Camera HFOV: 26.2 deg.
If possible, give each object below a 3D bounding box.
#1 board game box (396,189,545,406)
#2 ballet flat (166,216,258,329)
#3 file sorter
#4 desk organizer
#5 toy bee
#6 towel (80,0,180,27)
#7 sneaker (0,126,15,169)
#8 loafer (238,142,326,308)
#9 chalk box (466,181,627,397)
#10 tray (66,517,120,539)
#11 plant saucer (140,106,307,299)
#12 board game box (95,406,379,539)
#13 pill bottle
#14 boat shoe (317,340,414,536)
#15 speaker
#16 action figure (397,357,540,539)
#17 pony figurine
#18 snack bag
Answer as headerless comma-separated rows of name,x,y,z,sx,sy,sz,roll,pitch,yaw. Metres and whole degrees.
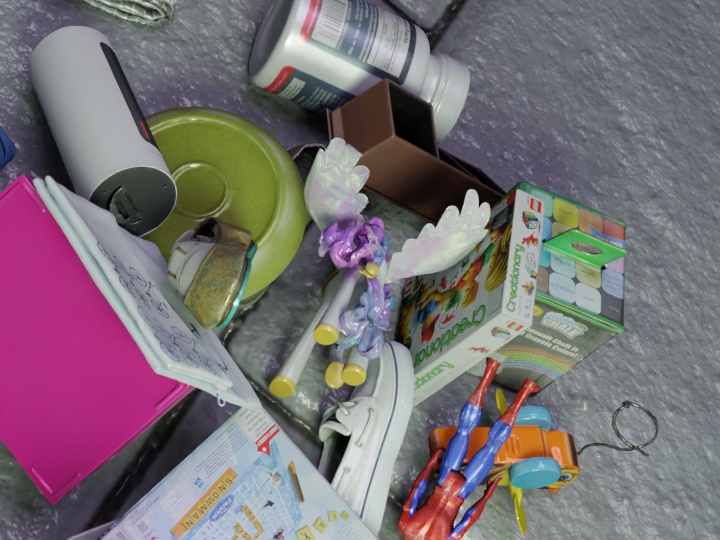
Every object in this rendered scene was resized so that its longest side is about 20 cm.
board game box,0.093,0.028,1.384,0.034,0.200,0.127,22,56,-19
ballet flat,-0.121,-0.002,1.225,0.070,0.071,0.200,36,9,-7
file sorter,-0.231,0.049,1.202,0.201,0.139,0.125,51,7,3
desk organizer,0.064,-0.105,1.493,0.199,0.077,0.073,24,49,-43
toy bee,0.159,0.181,1.419,0.198,0.109,0.132,14,61,6
towel,-0.255,-0.338,1.475,0.198,0.086,0.167,20,55,-23
sneaker,-0.365,-0.164,1.317,0.078,0.066,0.201,-25,77,-51
loafer,-0.083,-0.051,1.413,0.075,0.070,0.201,34,50,-9
chalk box,0.169,0.009,1.448,0.123,0.200,0.125,22,53,-19
tray,-0.134,0.235,1.241,0.198,0.022,0.108,-16,71,-37
plant saucer,-0.144,-0.065,1.364,0.197,0.031,0.202,3,63,-6
board game box,-0.089,0.237,1.216,0.200,0.041,0.200,48,55,2
pill bottle,0.001,-0.201,1.525,0.198,0.120,0.121,23,52,-19
boat shoe,-0.003,0.142,1.344,0.066,0.074,0.202,24,53,-19
speaker,-0.223,-0.119,1.322,0.080,0.082,0.201,1,41,-31
action figure,0.086,0.177,1.338,0.065,0.052,0.201,29,87,10
pony figurine,0.000,0.000,1.353,0.165,0.193,0.201,27,52,-10
snack bag,-0.153,0.023,1.178,0.189,0.021,0.200,53,6,24
